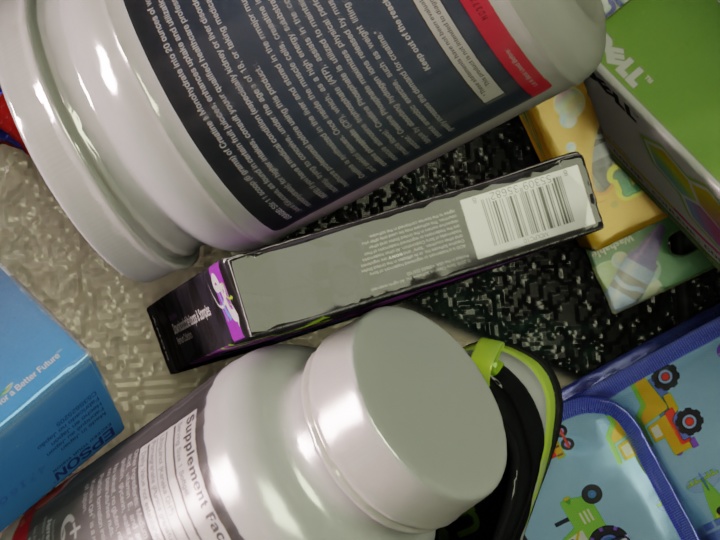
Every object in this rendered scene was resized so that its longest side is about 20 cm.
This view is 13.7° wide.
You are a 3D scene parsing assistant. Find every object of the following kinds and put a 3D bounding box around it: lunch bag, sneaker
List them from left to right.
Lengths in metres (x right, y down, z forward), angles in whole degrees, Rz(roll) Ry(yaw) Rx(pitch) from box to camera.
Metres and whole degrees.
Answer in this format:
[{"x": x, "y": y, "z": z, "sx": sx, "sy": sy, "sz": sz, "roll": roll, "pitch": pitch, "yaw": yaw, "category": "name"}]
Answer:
[{"x": 0.029, "y": 0.121, "z": 1.207, "sx": 0.072, "sy": 0.083, "sz": 0.201, "roll": 12, "pitch": 100, "yaw": 15, "category": "sneaker"}, {"x": 0.128, "y": 0.114, "z": 1.263, "sx": 0.200, "sy": 0.094, "sz": 0.151, "roll": -29, "pitch": 90, "yaw": 2, "category": "lunch bag"}]

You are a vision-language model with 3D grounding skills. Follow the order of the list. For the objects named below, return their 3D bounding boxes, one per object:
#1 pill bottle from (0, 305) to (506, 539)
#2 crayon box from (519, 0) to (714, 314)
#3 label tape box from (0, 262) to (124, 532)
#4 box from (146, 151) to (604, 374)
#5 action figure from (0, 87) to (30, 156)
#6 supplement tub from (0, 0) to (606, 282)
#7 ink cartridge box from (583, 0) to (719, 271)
[{"x": -0.042, "y": 0.097, "z": 1.152, "sx": 0.111, "sy": 0.200, "sz": 0.111, "roll": 33, "pitch": 39, "yaw": -31, "category": "pill bottle"}, {"x": 0.125, "y": -0.096, "z": 1.276, "sx": 0.125, "sy": 0.052, "sz": 0.200, "roll": -25, "pitch": 93, "yaw": -2, "category": "crayon box"}, {"x": -0.212, "y": 0.034, "z": 1.188, "sx": 0.143, "sy": 0.066, "sz": 0.200, "roll": -41, "pitch": 59, "yaw": -14, "category": "label tape box"}, {"x": 0.000, "y": 0.000, "z": 1.180, "sx": 0.143, "sy": 0.200, "sz": 0.036, "roll": -17, "pitch": 89, "yaw": -13, "category": "box"}, {"x": -0.163, "y": -0.082, "z": 1.216, "sx": 0.200, "sy": 0.065, "sz": 0.052, "roll": 31, "pitch": 49, "yaw": -17, "category": "action figure"}, {"x": -0.022, "y": -0.094, "z": 1.115, "sx": 0.200, "sy": 0.140, "sz": 0.141, "roll": -27, "pitch": 89, "yaw": 13, "category": "supplement tub"}, {"x": 0.150, "y": -0.064, "z": 1.131, "sx": 0.076, "sy": 0.200, "sz": 0.148, "roll": -39, "pitch": 62, "yaw": -4, "category": "ink cartridge box"}]
